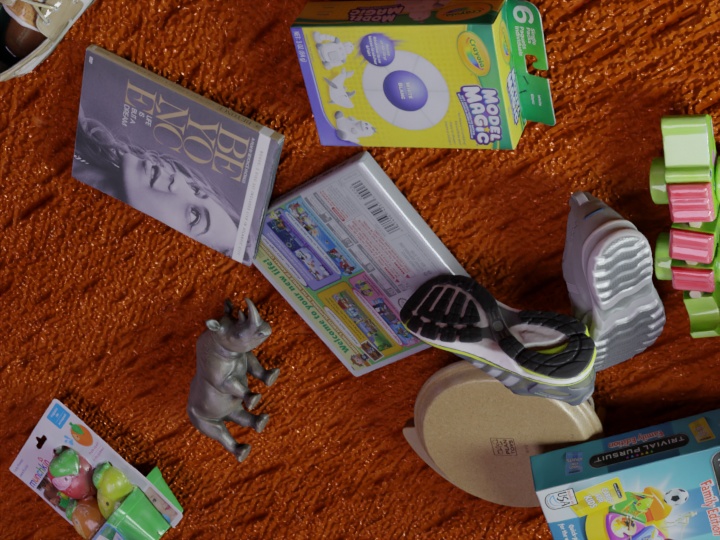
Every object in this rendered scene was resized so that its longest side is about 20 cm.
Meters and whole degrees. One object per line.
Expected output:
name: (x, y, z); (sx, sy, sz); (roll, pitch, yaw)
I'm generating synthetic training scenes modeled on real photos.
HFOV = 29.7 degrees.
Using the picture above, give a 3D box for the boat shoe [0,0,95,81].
boat shoe: (-0.271, -0.231, 1.158); (0.074, 0.069, 0.200); (35, 134, -6)

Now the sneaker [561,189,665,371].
sneaker: (0.209, 0.009, 1.145); (0.074, 0.082, 0.201); (-20, 142, -8)

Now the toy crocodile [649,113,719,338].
toy crocodile: (0.265, -0.035, 1.073); (0.067, 0.062, 0.201); (4, 129, 22)

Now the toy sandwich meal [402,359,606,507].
toy sandwich meal: (0.141, 0.147, 1.291); (0.203, 0.070, 0.206); (11, 130, 14)

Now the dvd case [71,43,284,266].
dvd case: (-0.172, -0.103, 1.241); (0.199, 0.016, 0.149); (26, 131, 9)

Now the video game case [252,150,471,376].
video game case: (0.000, 0.000, 1.260); (0.181, 0.022, 0.200); (-25, 115, 39)

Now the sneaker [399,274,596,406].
sneaker: (0.118, 0.068, 1.175); (0.199, 0.074, 0.081); (24, 152, 37)

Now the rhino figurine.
rhino figurine: (-0.132, 0.102, 1.386); (0.087, 0.060, 0.201); (29, 133, 15)

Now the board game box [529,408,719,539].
board game box: (0.270, 0.211, 1.239); (0.198, 0.047, 0.152); (-16, 127, 11)

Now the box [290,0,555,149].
box: (0.052, -0.155, 1.084); (0.198, 0.049, 0.118); (2, 129, 23)

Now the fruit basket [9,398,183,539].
fruit basket: (-0.317, 0.263, 1.593); (0.200, 0.094, 0.185); (38, 134, -4)
